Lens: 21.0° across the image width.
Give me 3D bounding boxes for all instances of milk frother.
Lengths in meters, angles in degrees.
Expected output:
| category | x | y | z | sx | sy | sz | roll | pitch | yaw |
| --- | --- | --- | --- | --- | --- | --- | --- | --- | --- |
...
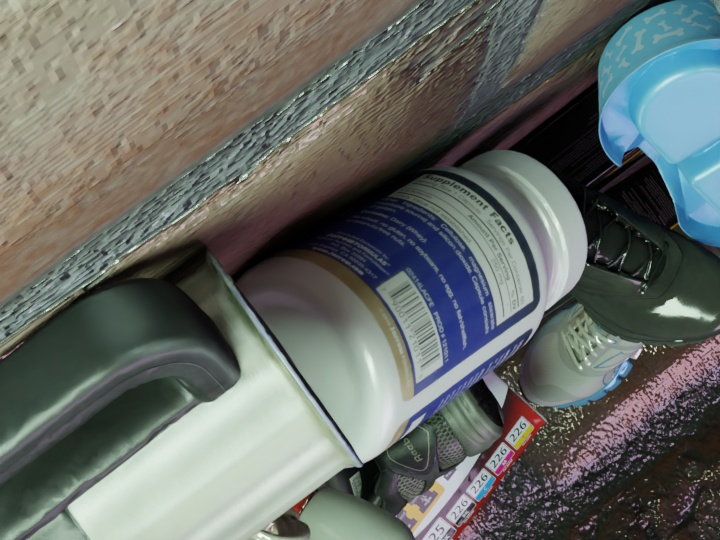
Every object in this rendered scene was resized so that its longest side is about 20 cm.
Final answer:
| category | x | y | z | sx | sy | sz | roll | pitch | yaw |
| --- | --- | --- | --- | --- | --- | --- | --- | --- | --- |
| milk frother | -0.084 | 0.121 | 0.798 | 0.188 | 0.201 | 0.181 | -36 | 171 | -2 |

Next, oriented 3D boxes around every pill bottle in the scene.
| category | x | y | z | sx | sy | sz | roll | pitch | yaw |
| --- | --- | --- | --- | --- | --- | --- | --- | --- | --- |
| pill bottle | 0.030 | 0.013 | 1.040 | 0.199 | 0.116 | 0.116 | -31 | 173 | -43 |

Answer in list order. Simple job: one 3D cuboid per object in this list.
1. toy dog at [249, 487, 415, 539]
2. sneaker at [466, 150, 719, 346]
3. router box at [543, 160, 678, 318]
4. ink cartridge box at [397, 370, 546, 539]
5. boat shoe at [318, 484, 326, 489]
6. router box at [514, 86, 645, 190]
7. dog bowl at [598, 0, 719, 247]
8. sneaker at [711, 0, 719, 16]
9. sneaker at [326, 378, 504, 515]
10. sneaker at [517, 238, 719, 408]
| category | x | y | z | sx | sy | sz | roll | pitch | yaw |
| --- | --- | --- | --- | --- | --- | --- | --- | --- | --- |
| toy dog | -0.077 | 0.127 | 0.980 | 0.131 | 0.200 | 0.097 | 3 | 114 | -46 |
| sneaker | 0.143 | -0.014 | 1.195 | 0.091 | 0.199 | 0.076 | 67 | 47 | -75 |
| router box | 0.150 | -0.006 | 1.423 | 0.149 | 0.051 | 0.200 | -32 | 176 | -46 |
| ink cartridge box | 0.002 | 0.126 | 1.319 | 0.201 | 0.084 | 0.175 | -53 | 133 | -4 |
| boat shoe | -0.062 | 0.154 | 1.160 | 0.071 | 0.071 | 0.201 | -20 | 178 | 11 |
| router box | 0.162 | -0.087 | 1.383 | 0.200 | 0.052 | 0.157 | -38 | 175 | 12 |
| dog bowl | 0.214 | -0.089 | 1.158 | 0.111 | 0.050 | 0.200 | -31 | 136 | 22 |
| sneaker | 0.239 | -0.151 | 1.080 | 0.079 | 0.096 | 0.200 | -38 | 175 | 28 |
| sneaker | 0.029 | 0.094 | 1.181 | 0.114 | 0.077 | 0.199 | -31 | -178 | 7 |
| sneaker | 0.183 | 0.036 | 1.419 | 0.200 | 0.075 | 0.086 | -39 | 160 | 29 |
